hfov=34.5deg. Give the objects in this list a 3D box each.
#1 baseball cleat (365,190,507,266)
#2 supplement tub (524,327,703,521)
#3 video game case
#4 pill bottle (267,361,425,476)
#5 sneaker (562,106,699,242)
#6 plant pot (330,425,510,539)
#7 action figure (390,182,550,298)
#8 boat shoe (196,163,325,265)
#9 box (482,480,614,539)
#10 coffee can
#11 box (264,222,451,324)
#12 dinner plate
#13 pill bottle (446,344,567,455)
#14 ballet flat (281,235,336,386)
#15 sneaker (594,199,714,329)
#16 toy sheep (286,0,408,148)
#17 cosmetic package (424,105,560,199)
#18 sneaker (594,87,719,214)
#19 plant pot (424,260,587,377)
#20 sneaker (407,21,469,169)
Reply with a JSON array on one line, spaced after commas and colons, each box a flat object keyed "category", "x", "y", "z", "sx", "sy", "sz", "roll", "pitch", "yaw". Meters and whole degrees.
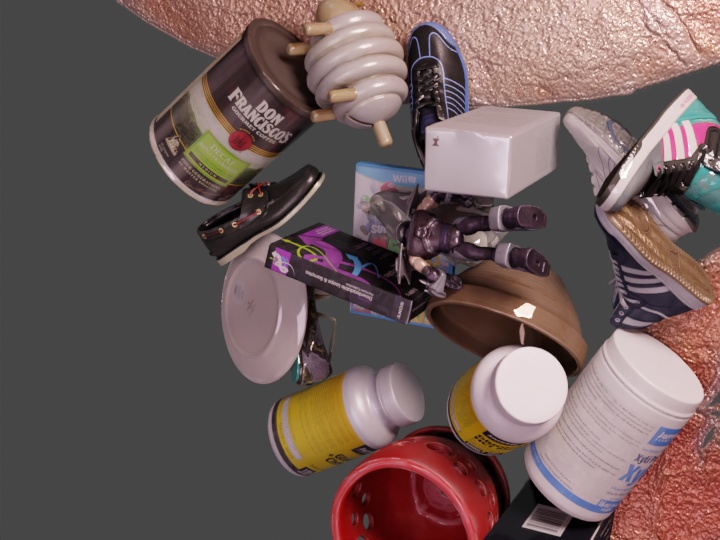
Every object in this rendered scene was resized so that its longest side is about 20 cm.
[{"category": "baseball cleat", "x": 0.101, "y": -0.065, "z": 1.418, "sx": 0.199, "sy": 0.106, "sz": 0.070, "roll": 31, "pitch": 150, "yaw": 42}, {"category": "supplement tub", "x": 0.295, "y": 0.184, "z": 1.369, "sx": 0.131, "sy": 0.132, "sz": 0.201, "roll": 38, "pitch": 117, "yaw": 12}, {"category": "video game case", "x": 0.056, "y": -0.032, "z": 1.491, "sx": 0.141, "sy": 0.018, "sz": 0.203, "roll": 10, "pitch": 107, "yaw": 24}, {"category": "pill bottle", "x": -0.018, "y": 0.192, "z": 1.530, "sx": 0.198, "sy": 0.112, "sz": 0.113, "roll": -25, "pitch": 92, "yaw": 29}, {"category": "sneaker", "x": 0.296, "y": -0.102, "z": 1.330, "sx": 0.201, "sy": 0.074, "sz": 0.087, "roll": 51, "pitch": 123, "yaw": 6}, {"category": "plant pot", "x": 0.085, "y": 0.301, "z": 1.470, "sx": 0.198, "sy": 0.182, "sz": 0.204, "roll": 7, "pitch": 107, "yaw": 23}, {"category": "action figure", "x": 0.111, "y": -0.034, "z": 1.289, "sx": 0.198, "sy": 0.069, "sz": 0.132, "roll": 5, "pitch": 91, "yaw": 39}, {"category": "boat shoe", "x": -0.133, "y": -0.082, "z": 1.527, "sx": 0.200, "sy": 0.074, "sz": 0.063, "roll": -32, "pitch": 108, "yaw": 25}, {"category": "box", "x": 0.222, "y": 0.397, "z": 1.420, "sx": 0.122, "sy": 0.200, "sz": 0.200, "roll": 9, "pitch": 107, "yaw": 24}, {"category": "coffee can", "x": -0.152, "y": -0.199, "z": 1.474, "sx": 0.199, "sy": 0.146, "sz": 0.147, "roll": -37, "pitch": 86, "yaw": 29}, {"category": "box", "x": 0.000, "y": 0.000, "z": 1.435, "sx": 0.198, "sy": 0.143, "sz": 0.037, "roll": 23, "pitch": 111, "yaw": 18}, {"category": "dinner plate", "x": -0.138, "y": 0.050, "z": 1.549, "sx": 0.199, "sy": 0.024, "sz": 0.204, "roll": -6, "pitch": 82, "yaw": 50}, {"category": "pill bottle", "x": 0.174, "y": 0.152, "z": 1.364, "sx": 0.111, "sy": 0.200, "sz": 0.114, "roll": 2, "pitch": 75, "yaw": -7}, {"category": "ballet flat", "x": -0.068, "y": 0.052, "z": 1.542, "sx": 0.071, "sy": 0.072, "sz": 0.204, "roll": -14, "pitch": 76, "yaw": 27}, {"category": "sneaker", "x": 0.301, "y": -0.003, "z": 1.311, "sx": 0.199, "sy": 0.071, "sz": 0.108, "roll": 37, "pitch": 134, "yaw": -28}, {"category": "toy sheep", "x": -0.007, "y": -0.238, "z": 1.400, "sx": 0.137, "sy": 0.137, "sz": 0.203, "roll": -22, "pitch": 80, "yaw": 28}, {"category": "cosmetic package", "x": 0.153, "y": -0.137, "z": 1.314, "sx": 0.100, "sy": 0.200, "sz": 0.072, "roll": 8, "pitch": 107, "yaw": 24}, {"category": "sneaker", "x": 0.343, "y": -0.100, "z": 1.248, "sx": 0.121, "sy": 0.200, "sz": 0.084, "roll": 42, "pitch": 149, "yaw": 7}, {"category": "plant pot", "x": 0.184, "y": 0.045, "z": 1.384, "sx": 0.198, "sy": 0.201, "sz": 0.094, "roll": 16, "pitch": 70, "yaw": 21}, {"category": "sneaker", "x": 0.092, "y": -0.201, "z": 1.389, "sx": 0.069, "sy": 0.078, "sz": 0.203, "roll": -13, "pitch": 91, "yaw": 24}]
